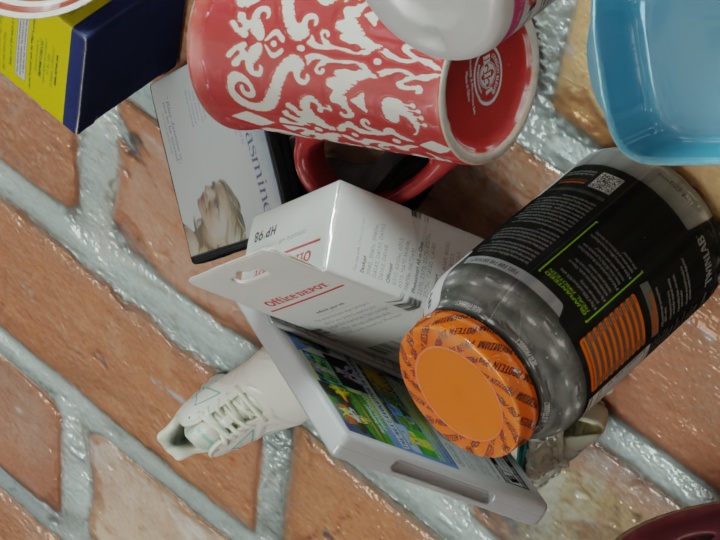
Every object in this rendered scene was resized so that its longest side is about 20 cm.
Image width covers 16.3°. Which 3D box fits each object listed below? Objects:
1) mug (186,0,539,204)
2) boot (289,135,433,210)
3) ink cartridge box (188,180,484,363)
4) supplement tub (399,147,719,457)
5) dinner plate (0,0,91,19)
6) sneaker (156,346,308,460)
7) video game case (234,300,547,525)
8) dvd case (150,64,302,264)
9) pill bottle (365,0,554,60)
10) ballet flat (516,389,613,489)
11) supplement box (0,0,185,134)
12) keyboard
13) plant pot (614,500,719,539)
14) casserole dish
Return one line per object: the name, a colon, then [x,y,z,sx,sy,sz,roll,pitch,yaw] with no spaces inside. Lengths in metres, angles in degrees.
mug: [0.014,-0.127,1.631,0.200,0.134,0.178,14,155,37]
boot: [-0.030,-0.071,1.779,0.132,0.070,0.200,55,141,10]
ink cartridge box: [0.000,0.000,1.674,0.200,0.067,0.116,22,158,-28]
supplement tub: [0.123,0.021,1.554,0.122,0.200,0.123,31,142,29]
dinner plate: [-0.222,-0.274,1.753,0.200,0.024,0.201,-2,85,22]
sneaker: [-0.095,0.115,2.024,0.071,0.080,0.200,55,146,-2]
video game case: [0.019,0.090,1.734,0.022,0.182,0.200,-57,35,16]
dvd case: [-0.098,-0.085,1.815,0.200,0.018,0.143,-15,87,65]
pill bottle: [0.094,-0.208,1.366,0.113,0.200,0.114,31,142,28]
ballet flat: [0.141,0.087,1.726,0.072,0.072,0.200,33,145,26]
supplement box: [-0.237,-0.216,1.847,0.200,0.109,0.110,40,146,19]
keyboard: [0.013,0.055,1.764,0.200,0.011,0.056,24,-160,-29]
plant pot: [0.244,0.256,1.662,0.200,0.200,0.179,-2,105,51]
casserole dish: [0.195,-0.122,1.429,0.200,0.039,0.121,4,105,65]
